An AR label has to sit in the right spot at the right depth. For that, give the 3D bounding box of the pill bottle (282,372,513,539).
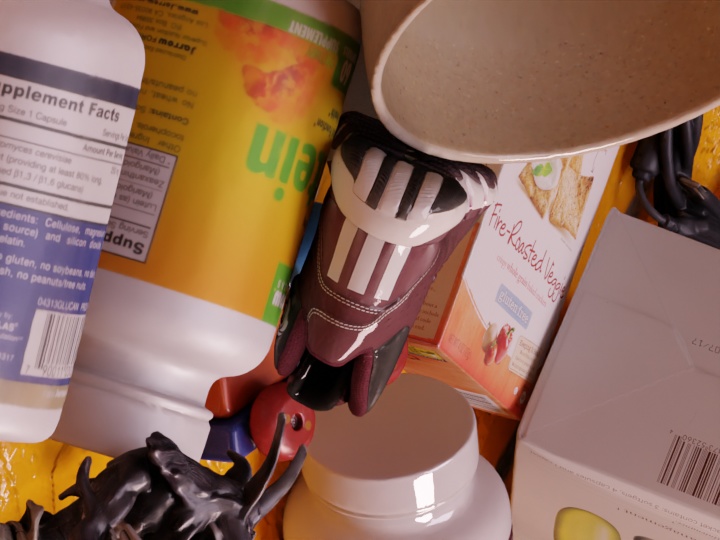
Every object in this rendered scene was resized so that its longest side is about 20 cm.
[{"bbox_3d":[0.021,0.154,1.479,0.113,0.113,0.200,-46,141,-44],"label":"pill bottle"}]

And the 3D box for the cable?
[{"bbox_3d":[0.220,-0.088,1.823,0.200,0.051,0.164,14,85,-61],"label":"cable"}]

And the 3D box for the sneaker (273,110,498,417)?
[{"bbox_3d":[0.000,0.000,1.273,0.200,0.076,0.116,-33,146,-80],"label":"sneaker"}]

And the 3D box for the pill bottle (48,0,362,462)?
[{"bbox_3d":[-0.077,-0.023,1.206,0.111,0.111,0.201,24,81,-63],"label":"pill bottle"}]

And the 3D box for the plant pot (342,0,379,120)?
[{"bbox_3d":[0.046,-0.149,1.356,0.200,0.134,0.201,-38,136,-50],"label":"plant pot"}]

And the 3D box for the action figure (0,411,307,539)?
[{"bbox_3d":[-0.106,0.127,1.137,0.119,0.200,0.102,58,12,-71],"label":"action figure"}]

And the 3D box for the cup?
[{"bbox_3d":[0.081,-0.154,1.202,0.200,0.200,0.144,36,33,-61],"label":"cup"}]

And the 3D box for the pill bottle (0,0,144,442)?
[{"bbox_3d":[-0.140,-0.047,1.075,0.111,0.111,0.201,13,91,-63],"label":"pill bottle"}]

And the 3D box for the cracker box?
[{"bbox_3d":[0.072,-0.039,1.543,0.134,0.058,0.200,40,67,-61],"label":"cracker box"}]

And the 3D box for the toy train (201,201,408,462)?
[{"bbox_3d":[-0.071,0.028,1.293,0.200,0.085,0.116,-36,118,-44],"label":"toy train"}]

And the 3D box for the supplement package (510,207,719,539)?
[{"bbox_3d":[0.193,0.097,1.642,0.200,0.191,0.147,86,28,-68],"label":"supplement package"}]
